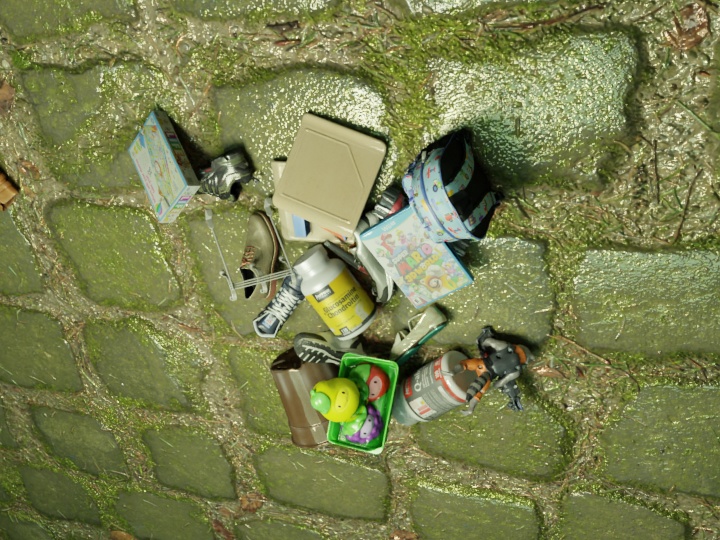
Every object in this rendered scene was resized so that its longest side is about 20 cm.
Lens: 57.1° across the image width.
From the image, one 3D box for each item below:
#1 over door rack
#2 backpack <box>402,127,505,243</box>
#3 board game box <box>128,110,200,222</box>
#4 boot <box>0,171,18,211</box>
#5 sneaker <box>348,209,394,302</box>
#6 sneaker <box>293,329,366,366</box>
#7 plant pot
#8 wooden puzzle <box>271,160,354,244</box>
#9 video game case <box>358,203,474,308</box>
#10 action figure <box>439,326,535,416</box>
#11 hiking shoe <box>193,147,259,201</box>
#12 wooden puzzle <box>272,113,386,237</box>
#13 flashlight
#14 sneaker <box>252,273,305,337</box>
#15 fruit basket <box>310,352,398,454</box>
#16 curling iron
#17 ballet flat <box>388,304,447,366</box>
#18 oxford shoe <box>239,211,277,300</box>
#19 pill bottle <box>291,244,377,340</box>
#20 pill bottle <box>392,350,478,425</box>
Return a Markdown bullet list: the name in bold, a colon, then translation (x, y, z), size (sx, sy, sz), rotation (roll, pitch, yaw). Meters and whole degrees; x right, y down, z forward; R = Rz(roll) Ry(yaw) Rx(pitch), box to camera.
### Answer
- **over door rack**: translation (-0.234, -0.044, 1.417), size (0.200, 0.148, 0.067), rotation (71, 158, 10)
- **backpack**: translation (0.157, -0.131, 1.183), size (0.134, 0.200, 0.183), rotation (-22, 111, 30)
- **board game box**: translation (-0.427, -0.223, 1.429), size (0.134, 0.034, 0.200), rotation (-40, 70, 37)
- **boot**: translation (-0.933, -0.246, 1.667), size (0.155, 0.077, 0.200), rotation (46, 130, -7)
- **sneaker**: translation (0.021, -0.024, 1.380), size (0.079, 0.074, 0.200), rotation (-17, 110, -3)
- **sneaker**: translation (-0.074, 0.167, 1.503), size (0.200, 0.080, 0.074), rotation (21, 134, -41)
- **plant pot**: translation (-0.110, 0.286, 1.585), size (0.200, 0.200, 0.198), rotation (-13, 107, 30)
- **wooden puzzle**: translation (-0.094, -0.136, 1.390), size (0.200, 0.046, 0.185), rotation (7, 123, 20)
- **video game case**: translation (0.111, -0.026, 1.310), size (0.143, 0.018, 0.200), rotation (-28, 110, 32)
- **action figure**: translation (0.286, 0.228, 1.378), size (0.200, 0.193, 0.105), rotation (59, 167, -4)
- **hiking shoe**: translation (-0.315, -0.183, 1.438), size (0.200, 0.076, 0.101), rotation (-23, 106, 32)
- **wooden puzzle**: translation (-0.062, -0.188, 1.312), size (0.185, 0.037, 0.200), rotation (24, 101, 14)
- **flashlight**: translation (0.123, -0.093, 1.315), size (0.200, 0.068, 0.068), rotation (29, 126, -2)
- **sneaker**: translation (-0.181, 0.079, 1.526), size (0.070, 0.109, 0.200), rotation (37, 128, -3)
- **fruit basket**: translation (-0.010, 0.283, 1.433), size (0.155, 0.216, 0.216), rotation (8, 123, 22)
- **curling iron**: translation (0.000, 0.000, 1.423), size (0.200, 0.050, 0.026), rotation (42, 161, -18)
- **ballet flat**: translation (0.118, 0.146, 1.479), size (0.200, 0.067, 0.062), rotation (-46, 68, 34)
- **oxford shoe**: translation (-0.231, -0.030, 1.469), size (0.070, 0.075, 0.200), rotation (-2, 96, 35)
- **pill bottle**: translation (-0.059, 0.046, 1.449), size (0.112, 0.112, 0.200), rotation (-27, 108, 34)
- **pill bottle**: translation (0.162, 0.272, 1.494), size (0.116, 0.116, 0.200), rotation (46, 127, -9)
